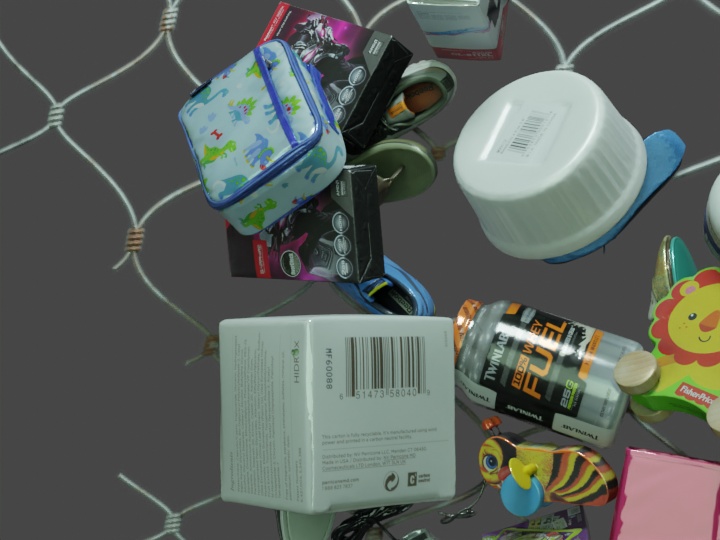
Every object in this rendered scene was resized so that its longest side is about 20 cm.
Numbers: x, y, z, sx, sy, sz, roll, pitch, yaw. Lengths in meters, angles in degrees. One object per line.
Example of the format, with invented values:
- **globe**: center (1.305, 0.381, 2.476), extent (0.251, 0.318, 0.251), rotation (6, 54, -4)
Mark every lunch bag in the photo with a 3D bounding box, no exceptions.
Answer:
- **lunch bag**: center (-0.105, -0.150, 1.423), extent (0.161, 0.082, 0.200), rotation (-32, 46, 12)

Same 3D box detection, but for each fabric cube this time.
- **fabric cube**: center (0.352, 0.293, 1.325), extent (0.199, 0.196, 0.200), rotation (8, 84, 13)

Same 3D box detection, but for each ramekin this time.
- **ramekin**: center (0.198, -0.120, 1.415), extent (0.200, 0.098, 0.201), rotation (-21, 46, 23)

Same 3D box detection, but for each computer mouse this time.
- **computer mouse**: center (0.068, 0.332, 1.463), extent (0.110, 0.044, 0.200), rotation (-44, 70, -1)

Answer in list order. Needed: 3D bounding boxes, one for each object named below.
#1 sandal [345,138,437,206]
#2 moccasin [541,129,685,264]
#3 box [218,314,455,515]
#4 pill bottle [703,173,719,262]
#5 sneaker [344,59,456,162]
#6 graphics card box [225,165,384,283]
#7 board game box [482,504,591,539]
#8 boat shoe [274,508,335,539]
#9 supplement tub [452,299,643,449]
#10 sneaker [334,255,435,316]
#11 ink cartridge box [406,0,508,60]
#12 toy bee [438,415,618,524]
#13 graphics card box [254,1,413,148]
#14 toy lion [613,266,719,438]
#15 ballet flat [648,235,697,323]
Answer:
- **sandal**: center (-0.004, -0.092, 1.507), extent (0.201, 0.080, 0.057), rotation (-15, 36, 21)
- **moccasin**: center (0.280, -0.073, 1.458), extent (0.200, 0.068, 0.081), rotation (-35, 84, 7)
- **box**: center (-0.026, 0.147, 1.390), extent (0.171, 0.199, 0.201), rotation (-3, 87, 51)
- **pill bottle**: center (0.415, -0.061, 1.356), extent (0.111, 0.200, 0.111), rotation (-2, 83, 12)
- **sneaker**: center (0.019, -0.178, 1.513), extent (0.200, 0.079, 0.074), rotation (-30, 102, 9)
- **graphics card box**: center (-0.067, -0.053, 1.470), extent (0.200, 0.051, 0.126), rotation (3, 101, 38)
- **board game box**: center (0.183, 0.304, 1.361), extent (0.120, 0.200, 0.032), rotation (-15, 98, 9)
- **boat shoe**: center (-0.070, 0.228, 1.498), extent (0.060, 0.075, 0.201), rotation (-4, 79, 54)
- **supplement tub**: center (0.195, 0.107, 1.423), extent (0.200, 0.123, 0.123), rotation (18, 87, 14)
- **sneaker**: center (0.000, 0.000, 1.504), extent (0.200, 0.078, 0.066), rotation (37, 93, 16)
- **ink cartridge box**: center (0.115, -0.332, 1.458), extent (0.083, 0.200, 0.146), rotation (6, 84, 13)
- **toy bee**: center (0.169, 0.209, 1.408), extent (0.199, 0.131, 0.109), rotation (-11, 88, 8)
- **graphics card box**: center (-0.046, -0.228, 1.516), extent (0.200, 0.051, 0.126), rotation (27, 88, 40)
- **toy lion**: center (0.362, 0.079, 1.302), extent (0.192, 0.069, 0.200), rotation (-46, 35, -13)
- **ballet flat**: center (0.351, 0.063, 1.428), extent (0.071, 0.071, 0.200), rotation (-21, 77, 9)
